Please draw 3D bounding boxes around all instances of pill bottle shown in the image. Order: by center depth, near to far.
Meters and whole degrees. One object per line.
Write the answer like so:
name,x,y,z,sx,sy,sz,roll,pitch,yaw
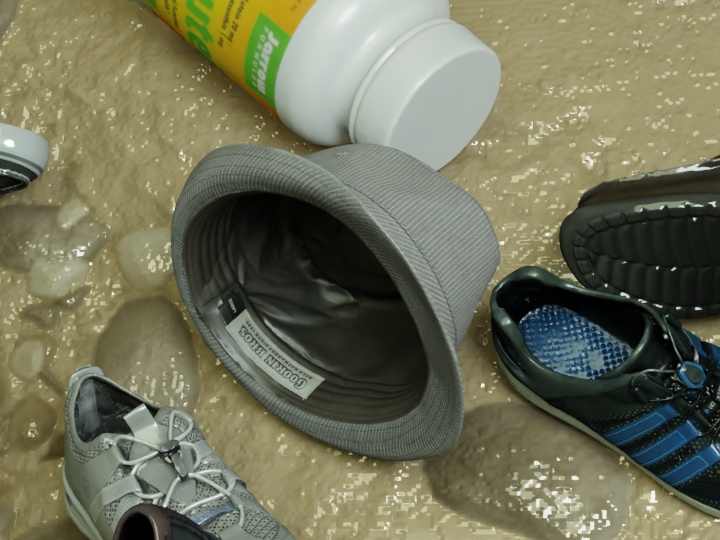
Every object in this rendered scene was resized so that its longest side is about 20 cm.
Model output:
pill bottle,-0.024,-0.136,1.177,0.111,0.111,0.200,-45,63,-7

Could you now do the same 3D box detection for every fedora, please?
fedora,0.000,0.000,1.092,0.090,0.177,0.200,-39,17,-34

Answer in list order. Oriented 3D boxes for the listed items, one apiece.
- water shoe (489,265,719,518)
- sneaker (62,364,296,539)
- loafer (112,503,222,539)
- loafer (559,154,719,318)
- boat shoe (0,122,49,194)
water shoe,0.146,0.061,1.058,0.200,0.079,0.072,22,74,23
sneaker,-0.096,0.106,1.059,0.075,0.082,0.200,-25,28,-27
loafer,-0.103,0.193,0.934,0.072,0.063,0.201,-2,60,27
loafer,0.195,-0.029,1.096,0.199,0.073,0.071,-5,39,2
boat shoe,-0.262,-0.046,1.237,0.199,0.069,0.057,-3,74,21
